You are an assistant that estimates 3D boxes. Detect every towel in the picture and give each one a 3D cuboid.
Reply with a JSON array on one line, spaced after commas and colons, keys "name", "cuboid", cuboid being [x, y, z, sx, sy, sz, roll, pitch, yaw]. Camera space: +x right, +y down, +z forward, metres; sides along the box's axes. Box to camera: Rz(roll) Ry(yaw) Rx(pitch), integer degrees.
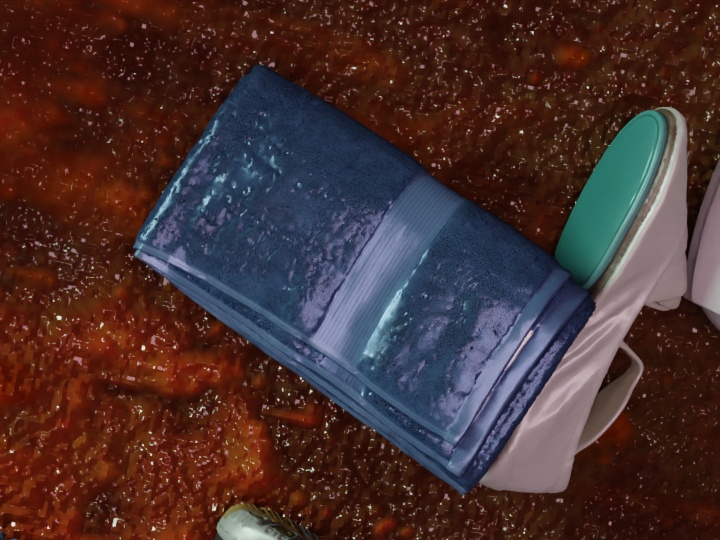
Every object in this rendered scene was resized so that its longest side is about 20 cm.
[{"name": "towel", "cuboid": [0.000, 0.000, 0.750, 0.199, 0.049, 0.112, 35, 92, 11]}]

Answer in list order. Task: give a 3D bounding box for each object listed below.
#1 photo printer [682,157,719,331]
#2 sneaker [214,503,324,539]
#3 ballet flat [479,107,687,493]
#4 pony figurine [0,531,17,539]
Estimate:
[{"name": "photo printer", "cuboid": [0.263, -0.015, 0.787, 0.199, 0.069, 0.168, 26, 94, -6]}, {"name": "sneaker", "cuboid": [-0.006, 0.199, 0.786, 0.200, 0.076, 0.088, 43, 91, -7]}, {"name": "ballet flat", "cuboid": [0.116, 0.020, 0.787, 0.069, 0.069, 0.201, 26, 100, -7]}, {"name": "pony figurine", "cuboid": [-0.202, 0.223, 0.749, 0.199, 0.166, 0.194, -33, 90, 15]}]
